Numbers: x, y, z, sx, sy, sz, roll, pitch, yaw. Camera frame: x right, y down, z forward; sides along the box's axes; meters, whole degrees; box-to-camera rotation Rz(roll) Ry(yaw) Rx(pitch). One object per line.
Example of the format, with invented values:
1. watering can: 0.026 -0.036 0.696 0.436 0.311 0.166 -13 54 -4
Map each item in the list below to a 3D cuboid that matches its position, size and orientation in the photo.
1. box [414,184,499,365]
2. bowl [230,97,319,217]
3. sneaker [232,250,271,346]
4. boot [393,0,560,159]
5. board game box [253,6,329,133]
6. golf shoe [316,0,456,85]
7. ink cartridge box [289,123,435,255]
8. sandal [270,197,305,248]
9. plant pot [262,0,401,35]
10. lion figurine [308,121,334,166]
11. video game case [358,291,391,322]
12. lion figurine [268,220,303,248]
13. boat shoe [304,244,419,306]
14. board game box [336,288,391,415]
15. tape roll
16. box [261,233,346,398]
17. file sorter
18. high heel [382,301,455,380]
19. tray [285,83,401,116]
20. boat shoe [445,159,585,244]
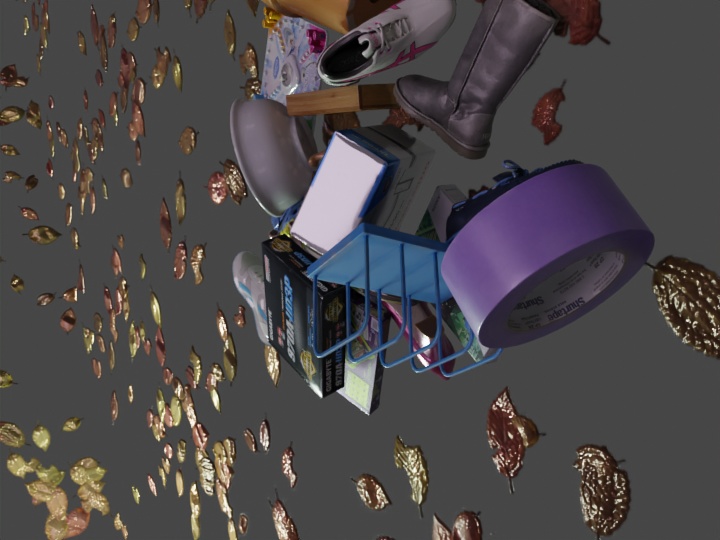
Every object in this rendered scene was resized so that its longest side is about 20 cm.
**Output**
1. box: 0.139 0.003 0.993 0.200 0.036 0.145 55 137 36
2. bowl: -0.126 -0.195 1.224 0.090 0.201 0.202 -17 80 15
3. sneaker: -0.179 0.041 1.446 0.081 0.076 0.201 -46 64 39
4. boot: 0.133 -0.261 0.922 0.182 0.072 0.201 42 137 26
5. board game box: -0.131 -0.345 1.335 0.200 0.026 0.201 41 128 45
6. golf shoe: 0.035 -0.296 0.977 0.199 0.092 0.073 -28 102 14
7. ink cartridge box: 0.009 -0.107 0.993 0.084 0.200 0.147 32 113 14
8. sandal: -0.106 -0.094 1.306 0.200 0.079 0.088 -29 61 51
9. plant pot: -0.033 -0.423 1.051 0.183 0.200 0.201 43 131 23
10. lion figurine: -0.020 -0.128 1.160 0.122 0.072 0.201 7 97 36
11. video game case: -0.027 0.048 1.237 0.200 0.045 0.182 54 138 36
12. lion figurine: -0.085 -0.004 1.209 0.200 0.072 0.123 43 153 35
13. boat shoe: 0.000 0.000 1.076 0.200 0.072 0.061 18 128 37
14. board game box: -0.014 0.115 1.142 0.120 0.032 0.201 29 135 26
15. tape roll: 0.189 -0.010 0.771 0.085 0.199 0.200 61 141 27
16. box: -0.084 0.068 1.128 0.159 0.046 0.201 40 141 38
17. file sorter: 0.055 0.045 0.893 0.139 0.199 0.123 -35 50 52
18. high heel: 0.077 0.069 1.093 0.200 0.067 0.096 47 160 47
19. tray: -0.019 -0.252 1.121 0.200 0.098 0.037 11 109 55
20. boat shoe: 0.170 -0.089 0.875 0.199 0.084 0.069 -22 55 39
